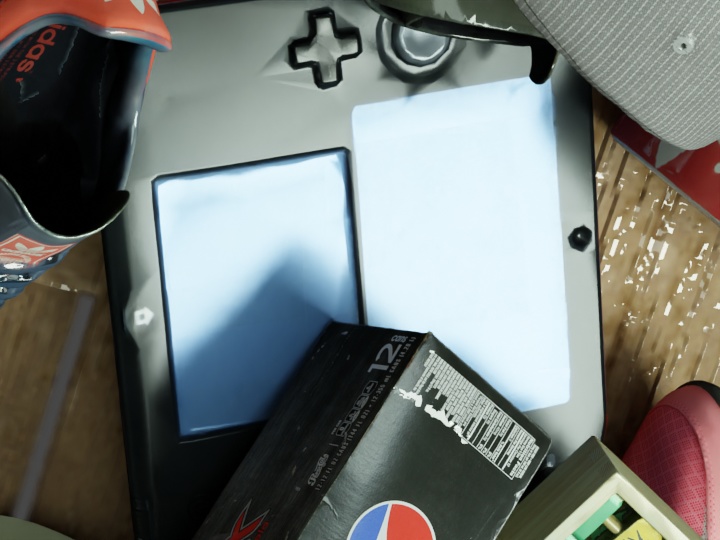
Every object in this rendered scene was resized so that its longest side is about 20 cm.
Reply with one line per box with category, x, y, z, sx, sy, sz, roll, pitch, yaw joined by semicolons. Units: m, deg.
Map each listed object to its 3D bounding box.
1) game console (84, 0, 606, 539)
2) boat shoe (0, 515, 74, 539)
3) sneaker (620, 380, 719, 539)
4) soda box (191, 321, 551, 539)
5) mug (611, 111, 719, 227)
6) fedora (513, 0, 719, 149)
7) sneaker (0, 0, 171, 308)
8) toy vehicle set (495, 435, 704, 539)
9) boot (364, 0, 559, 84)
game console;0.000;0.000;0.789;0.175;0.031;0.202;-11;107;-23
boat shoe;-0.089;0.136;0.794;0.198;0.071;0.063;16;125;-24
sneaker;0.078;0.131;0.828;0.086;0.074;0.202;16;103;-29
soda box;-0.025;0.116;0.737;0.063;0.071;0.201;40;74;-23
mug;0.203;-0.078;0.790;0.177;0.133;0.200;37;95;-20
fedora;0.077;-0.112;0.667;0.090;0.177;0.200;-35;119;11
sneaker;-0.117;-0.014;0.711;0.075;0.085;0.201;3;123;-40
toy vehicle set;0.049;0.164;0.791;0.200;0.027;0.124;-44;116;9
boot;-0.006;-0.147;0.719;0.198;0.077;0.140;13;87;-18
